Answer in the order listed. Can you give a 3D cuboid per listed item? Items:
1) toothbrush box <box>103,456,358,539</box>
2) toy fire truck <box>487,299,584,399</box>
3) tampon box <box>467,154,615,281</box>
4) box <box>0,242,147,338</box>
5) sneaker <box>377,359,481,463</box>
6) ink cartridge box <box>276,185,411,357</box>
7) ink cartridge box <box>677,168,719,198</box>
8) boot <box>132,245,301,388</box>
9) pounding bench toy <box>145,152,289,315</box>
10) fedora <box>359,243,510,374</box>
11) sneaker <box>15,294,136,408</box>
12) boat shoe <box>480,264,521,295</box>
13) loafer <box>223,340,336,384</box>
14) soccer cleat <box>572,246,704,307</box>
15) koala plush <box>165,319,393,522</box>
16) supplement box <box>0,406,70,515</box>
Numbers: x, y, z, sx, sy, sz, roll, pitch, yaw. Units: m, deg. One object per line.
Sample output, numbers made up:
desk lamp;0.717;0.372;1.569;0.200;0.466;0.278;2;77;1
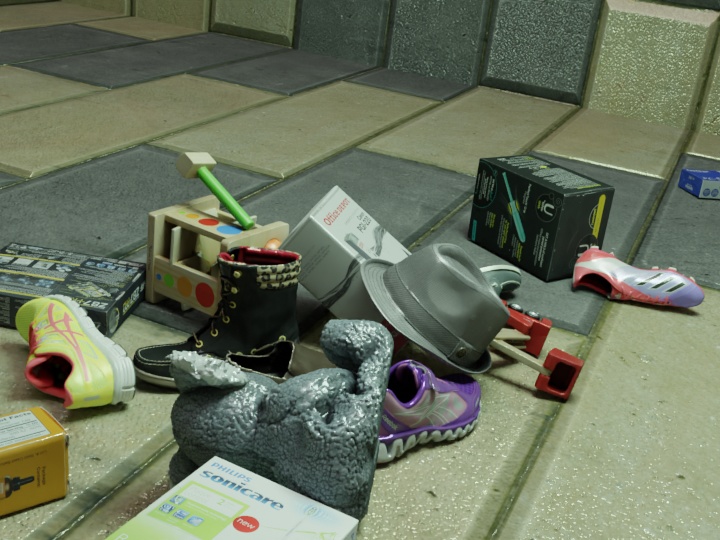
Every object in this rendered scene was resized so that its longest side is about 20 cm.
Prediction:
toothbrush box;-0.113;0.243;0.713;0.145;0.087;0.200;18;23;24
toy fire truck;0.189;0.084;1.213;0.199;0.049;0.141;24;18;12
tampon box;0.298;-0.094;1.579;0.126;0.151;0.200;-10;28;-35
box;-0.389;0.023;1.206;0.198;0.049;0.161;9;20;3
sneaker;0.065;0.137;1.024;0.199;0.089;0.080;-12;27;-44
ink cartridge box;0.000;0.000;1.220;0.200;0.085;0.146;41;24;-4
ink cartridge box;0.832;-0.192;2.132;0.199;0.045;0.094;2;21;-13
boot;-0.157;0.052;1.072;0.199;0.152;0.073;0;23;-19
pounding bench toy;-0.179;-0.043;1.233;0.155;0.201;0.124;20;25;29
fedora;0.103;0.030;1.104;0.200;0.090;0.177;34;20;-31
sneaker;-0.333;0.088;1.029;0.199;0.079;0.090;26;31;38
boat shoe;0.166;0.034;1.372;0.199;0.073;0.062;-3;67;-42
loafer;-0.069;0.116;1.052;0.199;0.071;0.073;-6;26;-30
soccer cleat;0.429;0.026;1.468;0.199;0.067;0.077;21;56;17
koala plush;-0.082;0.143;0.854;0.199;0.178;0.184;9;26;4
supplement box;-0.356;0.180;0.812;0.199;0.067;0.069;-10;25;-37
